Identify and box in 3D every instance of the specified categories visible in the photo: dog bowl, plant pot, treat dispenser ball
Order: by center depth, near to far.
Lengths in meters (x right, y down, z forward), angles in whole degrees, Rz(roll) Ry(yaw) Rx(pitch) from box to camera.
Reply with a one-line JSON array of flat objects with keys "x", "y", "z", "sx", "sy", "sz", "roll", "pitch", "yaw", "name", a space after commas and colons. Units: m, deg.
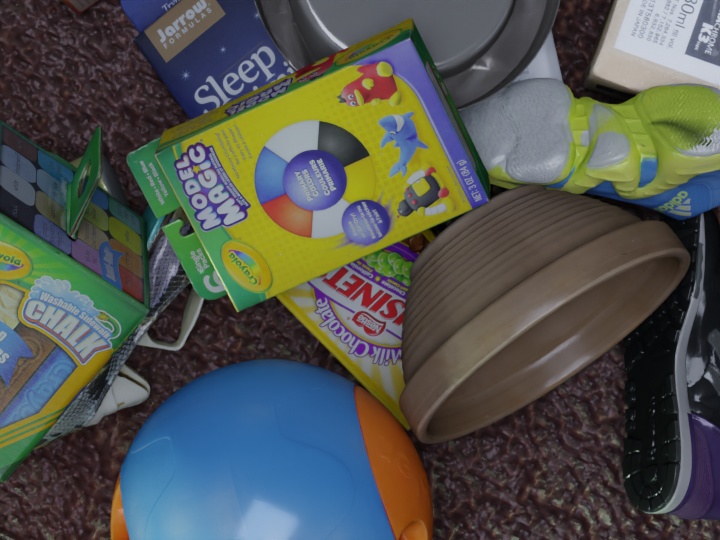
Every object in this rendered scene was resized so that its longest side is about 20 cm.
[{"x": 0.096, "y": 0.012, "z": 1.568, "sx": 0.200, "sy": 0.201, "sz": 0.093, "roll": -33, "pitch": 74, "yaw": 1, "name": "plant pot"}, {"x": -0.055, "y": 0.156, "z": 1.575, "sx": 0.199, "sy": 0.201, "sz": 0.203, "roll": 0, "pitch": 89, "yaw": 2, "name": "treat dispenser ball"}, {"x": 0.025, "y": -0.186, "z": 1.602, "sx": 0.198, "sy": 0.059, "sz": 0.202, "roll": 1, "pitch": 79, "yaw": -7, "name": "dog bowl"}]

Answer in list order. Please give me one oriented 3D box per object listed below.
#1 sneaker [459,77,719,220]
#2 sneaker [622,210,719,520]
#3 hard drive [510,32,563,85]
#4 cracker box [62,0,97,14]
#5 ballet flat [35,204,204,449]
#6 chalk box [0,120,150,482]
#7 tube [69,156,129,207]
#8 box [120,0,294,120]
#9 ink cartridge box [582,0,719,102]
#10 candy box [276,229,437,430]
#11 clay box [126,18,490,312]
[{"x": 0.154, "y": -0.065, "z": 1.612, "sx": 0.199, "sy": 0.105, "sz": 0.076, "roll": 3, "pitch": 62, "yaw": 29, "name": "sneaker"}, {"x": 0.221, "y": 0.060, "z": 1.643, "sx": 0.087, "sy": 0.076, "sz": 0.202, "roll": 10, "pitch": 80, "yaw": -28, "name": "sneaker"}, {"x": 0.053, "y": -0.169, "z": 1.662, "sx": 0.131, "sy": 0.025, "sz": 0.202, "roll": -13, "pitch": 89, "yaw": 2, "name": "hard drive"}, {"x": -0.145, "y": -0.280, "z": 1.650, "sx": 0.199, "sy": 0.058, "sz": 0.134, "roll": -36, "pitch": 82, "yaw": 2, "name": "cracker box"}, {"x": -0.152, "y": 0.047, "z": 1.650, "sx": 0.072, "sy": 0.072, "sz": 0.201, "roll": 34, "pitch": 92, "yaw": 2, "name": "ballet flat"}, {"x": -0.208, "y": 0.003, "z": 1.578, "sx": 0.123, "sy": 0.125, "sz": 0.200, "roll": 35, "pitch": 112, "yaw": -21, "name": "chalk box"}, {"x": -0.247, "y": -0.012, "z": 1.662, "sx": 0.199, "sy": 0.052, "sz": 0.058, "roll": -24, "pitch": 55, "yaw": 6, "name": "tube"}, {"x": -0.061, "y": -0.132, "z": 1.649, "sx": 0.121, "sy": 0.032, "sz": 0.201, "roll": -38, "pitch": 83, "yaw": 11, "name": "box"}, {"x": 0.249, "y": -0.186, "z": 1.631, "sx": 0.164, "sy": 0.075, "sz": 0.201, "roll": 19, "pitch": 89, "yaw": 3, "name": "ink cartridge box"}, {"x": 0.000, "y": 0.000, "z": 1.627, "sx": 0.102, "sy": 0.026, "sz": 0.200, "roll": -43, "pitch": 110, "yaw": 4, "name": "candy box"}, {"x": -0.034, "y": -0.057, "z": 1.547, "sx": 0.199, "sy": 0.048, "sz": 0.115, "roll": -24, "pitch": 108, "yaw": 11, "name": "clay box"}]
